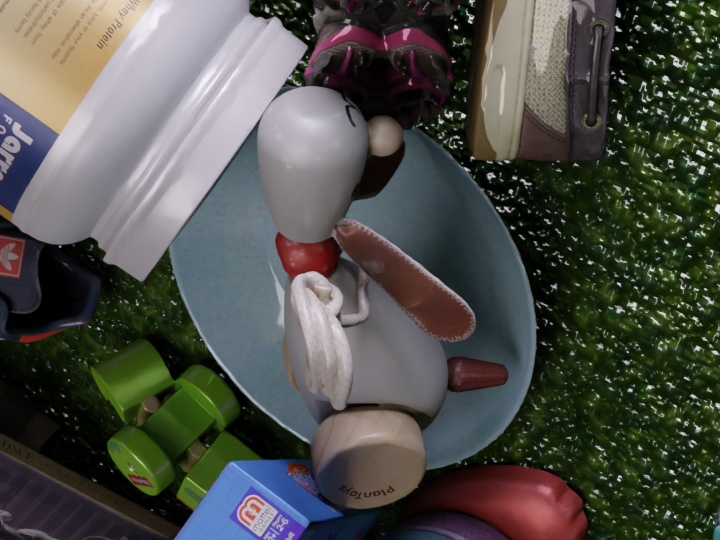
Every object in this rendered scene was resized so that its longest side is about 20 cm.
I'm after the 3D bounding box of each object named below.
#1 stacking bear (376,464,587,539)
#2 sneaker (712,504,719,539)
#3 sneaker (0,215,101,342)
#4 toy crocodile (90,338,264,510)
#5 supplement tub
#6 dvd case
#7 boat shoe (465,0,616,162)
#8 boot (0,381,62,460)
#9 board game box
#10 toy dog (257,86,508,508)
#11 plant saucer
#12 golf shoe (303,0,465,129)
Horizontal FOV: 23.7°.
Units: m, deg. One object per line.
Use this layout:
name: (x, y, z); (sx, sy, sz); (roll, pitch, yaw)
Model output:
stacking bear: (0.020, 0.193, 0.804); (0.113, 0.200, 0.122); (5, 119, 32)
sneaker: (0.187, 0.085, 0.699); (0.077, 0.091, 0.201); (21, 127, 22)
sneaker: (-0.209, -0.011, 0.866); (0.084, 0.200, 0.075); (2, 79, 33)
toy crocodile: (-0.070, 0.115, 0.912); (0.200, 0.068, 0.062); (42, 154, 8)
supplement tub: (-0.136, -0.101, 0.707); (0.200, 0.145, 0.144); (35, 133, -6)
dvd case: (-0.191, 0.158, 1.003); (0.200, 0.016, 0.149); (30, 135, -17)
boat shoe: (0.084, -0.137, 0.657); (0.066, 0.072, 0.202); (7, 111, -6)
boot: (-0.244, 0.069, 1.010); (0.146, 0.070, 0.200); (25, 130, 12)
board game box: (-0.062, 0.157, 0.766); (0.045, 0.200, 0.152); (35, 90, 12)
toy dog: (0.015, 0.012, 0.714); (0.200, 0.096, 0.132); (91, 165, -64)
plant saucer: (0.000, 0.000, 0.812); (0.200, 0.039, 0.202); (17, 126, 25)
golf shoe: (0.013, -0.133, 0.648); (0.072, 0.092, 0.200); (5, 158, -9)
